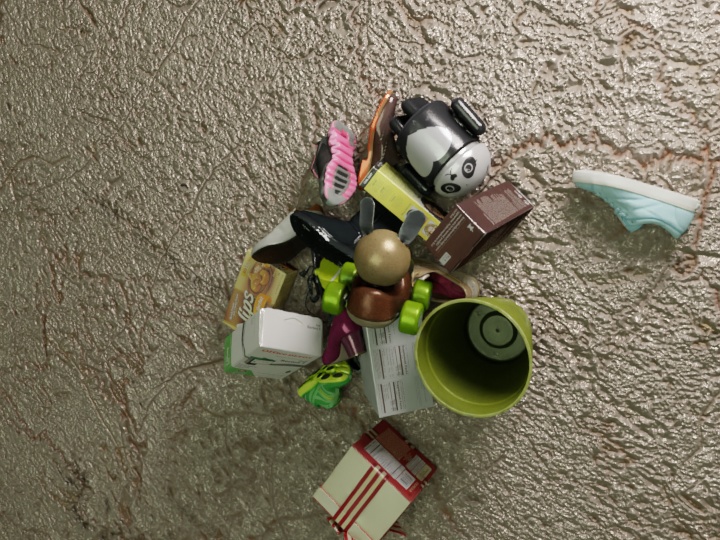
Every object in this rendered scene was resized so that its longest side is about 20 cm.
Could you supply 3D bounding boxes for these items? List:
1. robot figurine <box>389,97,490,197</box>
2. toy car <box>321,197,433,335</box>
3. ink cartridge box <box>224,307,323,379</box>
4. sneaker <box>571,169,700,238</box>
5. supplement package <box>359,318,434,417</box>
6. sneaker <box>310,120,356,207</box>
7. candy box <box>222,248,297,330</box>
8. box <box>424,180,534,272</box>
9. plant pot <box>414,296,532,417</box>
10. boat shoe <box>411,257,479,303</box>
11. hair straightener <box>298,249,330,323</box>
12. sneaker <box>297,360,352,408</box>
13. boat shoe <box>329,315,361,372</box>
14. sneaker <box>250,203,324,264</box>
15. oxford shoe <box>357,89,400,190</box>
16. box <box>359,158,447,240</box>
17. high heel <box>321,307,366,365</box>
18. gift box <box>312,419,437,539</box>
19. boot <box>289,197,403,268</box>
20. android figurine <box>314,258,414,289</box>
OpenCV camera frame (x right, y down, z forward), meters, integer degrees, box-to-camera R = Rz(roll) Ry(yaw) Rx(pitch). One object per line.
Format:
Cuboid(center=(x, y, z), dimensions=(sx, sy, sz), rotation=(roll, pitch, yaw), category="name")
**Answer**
Cuboid(center=(0.143, -0.224, 1.056), dimensions=(0.125, 0.150, 0.200), rotation=(-38, 78, -13), category="robot figurine")
Cuboid(center=(0.039, -0.019, 0.961), dimensions=(0.163, 0.158, 0.201), rotation=(13, 118, 13), category="toy car")
Cuboid(center=(-0.187, 0.160, 1.241), dimensions=(0.200, 0.145, 0.085), rotation=(-36, 49, 50), category="ink cartridge box")
Cuboid(center=(0.437, -0.107, 0.955), dimensions=(0.199, 0.074, 0.082), rotation=(23, 106, 23), category="sneaker")
Cuboid(center=(0.059, 0.157, 1.139), dimensions=(0.110, 0.156, 0.202), rotation=(-9, 96, -9), category="supplement package")
Cuboid(center=(-0.062, -0.201, 1.165), dimensions=(0.095, 0.079, 0.201), rotation=(-25, 47, 37), category="sneaker")
Cuboid(center=(-0.234, 0.061, 1.347), dimensions=(0.115, 0.055, 0.201), rotation=(31, 113, 19), category="candy box")
Cuboid(center=(0.206, -0.078, 1.000), dimensions=(0.075, 0.200, 0.100), rotation=(47, 129, 13), category="box")
Cuboid(center=(0.223, 0.130, 1.043), dimensions=(0.199, 0.193, 0.202), rotation=(5, 102, 26), category="plant pot")
Cuboid(center=(0.130, 0.021, 1.141), dimensions=(0.199, 0.069, 0.074), rotation=(11, 104, 25), category="boat shoe")
Cuboid(center=(-0.092, 0.014, 1.251), dimensions=(0.077, 0.041, 0.202), rotation=(-11, 82, 30), category="hair straightener")
Cuboid(center=(-0.064, 0.251, 1.274), dimensions=(0.084, 0.074, 0.200), rotation=(44, 144, -5), category="sneaker")
Cuboid(center=(-0.028, 0.125, 1.247), dimensions=(0.073, 0.062, 0.201), rotation=(-27, 86, 29), category="boat shoe")
Cuboid(center=(-0.151, -0.078, 1.249), dimensions=(0.199, 0.073, 0.085), rotation=(-23, 49, 28), category="sneaker")
Cuboid(center=(0.050, -0.248, 1.143), dimensions=(0.072, 0.071, 0.201), rotation=(16, 114, 6), category="oxford shoe")
Cuboid(center=(0.095, -0.124, 1.103), dimensions=(0.200, 0.075, 0.050), rotation=(38, 117, -3), category="box")
Cuboid(center=(-0.043, 0.132, 1.161), dimensions=(0.200, 0.067, 0.097), rotation=(-34, 74, 61), category="high heel")
Cuboid(center=(0.033, 0.462, 1.211), dimensions=(0.200, 0.184, 0.187), rotation=(43, 114, 21), category="gift box")
Cuboid(center=(-0.015, -0.092, 1.146), dimensions=(0.200, 0.168, 0.077), rotation=(34, 149, 18), category="boot")
Cuboid(center=(0.000, 0.000, 1.150), dimensions=(0.199, 0.182, 0.041), rotation=(8, 135, 32), category="android figurine")
